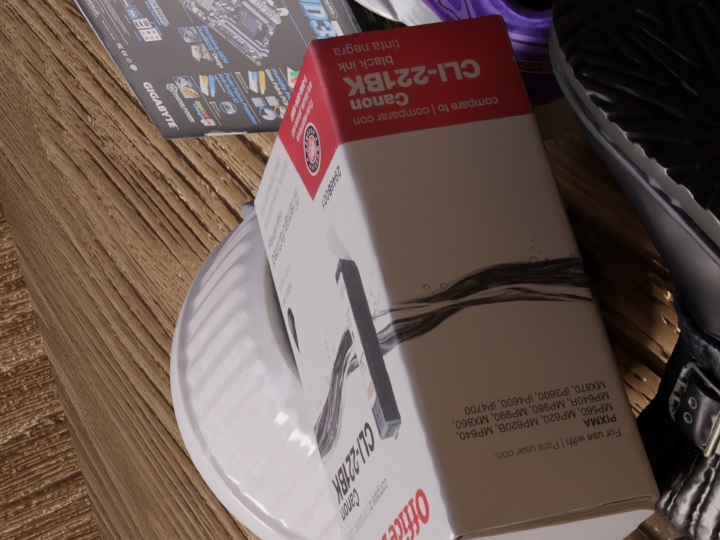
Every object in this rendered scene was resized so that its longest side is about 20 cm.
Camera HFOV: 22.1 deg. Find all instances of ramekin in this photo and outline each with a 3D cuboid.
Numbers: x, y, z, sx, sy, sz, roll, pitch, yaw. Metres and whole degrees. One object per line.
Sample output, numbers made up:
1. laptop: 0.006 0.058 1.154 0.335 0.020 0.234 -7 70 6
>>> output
1. ramekin: 0.017 0.034 0.861 0.201 0.199 0.105 65 155 18

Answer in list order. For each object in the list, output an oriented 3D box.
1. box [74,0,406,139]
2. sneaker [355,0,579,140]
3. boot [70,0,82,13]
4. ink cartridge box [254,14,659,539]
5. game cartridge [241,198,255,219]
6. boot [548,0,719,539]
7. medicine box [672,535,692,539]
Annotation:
1. box: -0.073 -0.154 0.928 0.158 0.046 0.200 -2 137 30
2. sneaker: 0.046 -0.144 0.798 0.200 0.080 0.084 48 141 32
3. boot: -0.142 -0.195 1.194 0.200 0.070 0.147 25 -153 -47
4. ink cartridge box: 0.029 0.026 0.723 0.144 0.083 0.201 117 140 -63
5. game cartridge: -0.027 0.024 1.273 0.200 0.041 0.134 43 153 57
6. boot: 0.127 0.005 0.661 0.158 0.079 0.212 94 151 -55
7. medicine box: 0.176 0.229 0.725 0.182 0.102 0.201 -139 33 -60
